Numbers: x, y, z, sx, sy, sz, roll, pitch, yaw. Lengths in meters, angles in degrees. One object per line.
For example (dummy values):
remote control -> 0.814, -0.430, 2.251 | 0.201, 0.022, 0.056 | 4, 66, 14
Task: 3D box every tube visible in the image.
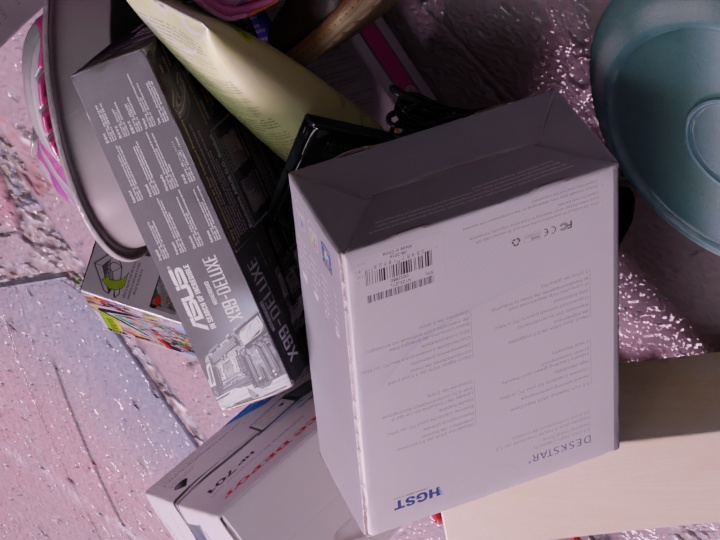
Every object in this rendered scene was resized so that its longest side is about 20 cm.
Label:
tube -> -0.053, -0.099, 1.315 | 0.058, 0.052, 0.200 | -18, 149, 26

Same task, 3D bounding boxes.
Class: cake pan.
cake pan -> -0.130, -0.107, 1.437 | 0.036, 0.201, 0.201 | -6, 129, 15

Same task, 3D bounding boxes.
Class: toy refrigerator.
toy refrigerator -> 0.142, 0.100, 1.422 | 0.198, 0.070, 0.076 | -7, 132, 7

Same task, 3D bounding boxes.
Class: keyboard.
keyboard -> 0.055, -0.051, 1.347 | 0.199, 0.040, 0.104 | 12, 128, -20

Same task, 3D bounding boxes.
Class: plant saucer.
plant saucer -> 0.201, -0.070, 1.294 | 0.199, 0.027, 0.201 | 25, 142, 22

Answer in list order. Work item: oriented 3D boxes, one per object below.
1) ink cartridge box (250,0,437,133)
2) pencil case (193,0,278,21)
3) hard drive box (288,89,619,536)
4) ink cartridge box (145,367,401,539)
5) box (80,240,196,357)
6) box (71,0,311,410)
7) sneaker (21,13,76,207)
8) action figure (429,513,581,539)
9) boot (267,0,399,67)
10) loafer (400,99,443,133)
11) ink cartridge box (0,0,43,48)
ink cartridge box -> -0.038, -0.147, 1.429 | 0.094, 0.037, 0.200 | -10, 124, 49
pencil case -> -0.105, -0.201, 1.305 | 0.200, 0.087, 0.088 | 38, 153, 46
hard drive box -> 0.053, 0.025, 1.310 | 0.077, 0.155, 0.201 | -124, 23, -47
ink cartridge box -> -0.039, 0.134, 1.583 | 0.086, 0.146, 0.200 | 52, 165, -9
box -> -0.115, 0.026, 1.586 | 0.109, 0.035, 0.200 | 18, 172, 2
box -> -0.073, -0.045, 1.371 | 0.049, 0.158, 0.201 | -18, 105, 21
sneaker -> -0.176, -0.091, 1.567 | 0.088, 0.081, 0.201 | 37, 155, 36
action figure -> 0.124, 0.134, 1.556 | 0.099, 0.065, 0.200 | 53, 145, -3
boot -> -0.030, -0.215, 1.320 | 0.167, 0.072, 0.200 | 49, 136, 4
loafer -> 0.036, -0.002, 1.426 | 0.071, 0.063, 0.201 | 4, 122, -5
ink cartridge box -> -0.328, -0.161, 1.543 | 0.145, 0.200, 0.147 | -7, 124, 45
